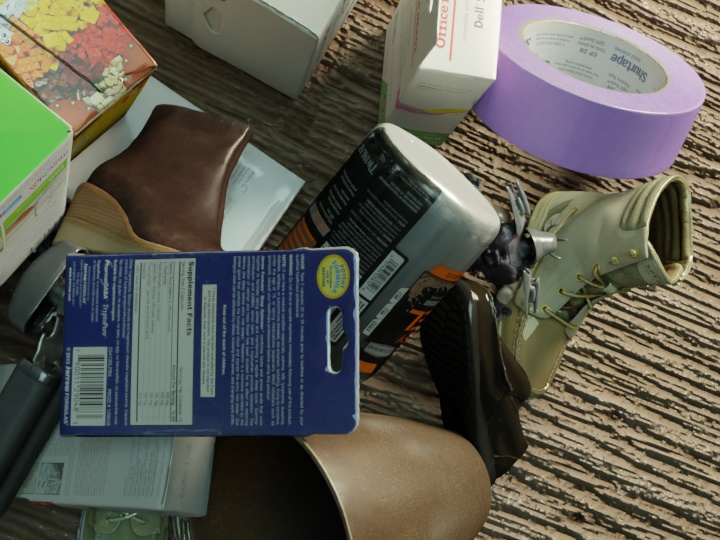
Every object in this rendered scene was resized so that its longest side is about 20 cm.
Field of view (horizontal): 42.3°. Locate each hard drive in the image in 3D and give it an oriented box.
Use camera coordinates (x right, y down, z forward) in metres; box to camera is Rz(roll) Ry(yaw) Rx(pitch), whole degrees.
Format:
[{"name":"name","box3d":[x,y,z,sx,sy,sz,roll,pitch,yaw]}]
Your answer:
[{"name":"hard drive","box3d":[-0.167,-0.080,0.810,0.199,0.025,0.132,34,74,-3]}]

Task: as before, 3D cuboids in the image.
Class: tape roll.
[{"name":"tape roll","box3d":[0.196,-0.163,0.822,0.199,0.066,0.201,10,37,-7]}]

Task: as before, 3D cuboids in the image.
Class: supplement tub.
[{"name":"supplement tub","box3d":[0.000,0.000,0.705,0.122,0.123,0.200,40,107,-1]}]

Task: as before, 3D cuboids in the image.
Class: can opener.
[{"name":"can opener","box3d":[-0.241,0.076,0.668,0.067,0.053,0.201,27,85,20]}]

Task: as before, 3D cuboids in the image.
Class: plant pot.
[{"name":"plant pot","box3d":[0.003,0.186,0.709,0.199,0.186,0.188,-4,78,-44]}]

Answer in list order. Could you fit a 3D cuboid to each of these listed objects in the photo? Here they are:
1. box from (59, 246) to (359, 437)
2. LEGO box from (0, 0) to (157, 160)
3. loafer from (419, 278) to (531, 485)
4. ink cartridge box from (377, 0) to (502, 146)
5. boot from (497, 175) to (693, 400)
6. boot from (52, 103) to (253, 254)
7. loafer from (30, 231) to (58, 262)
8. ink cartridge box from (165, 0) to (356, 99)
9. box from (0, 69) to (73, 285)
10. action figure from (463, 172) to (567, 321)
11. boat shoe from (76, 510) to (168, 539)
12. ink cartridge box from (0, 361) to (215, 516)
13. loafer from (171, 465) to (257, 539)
[{"name":"box","box3d":[-0.097,0.048,0.609,0.198,0.032,0.122,-1,82,10]},{"name":"LEGO box","box3d":[-0.239,-0.164,0.681,0.077,0.200,0.149,-44,104,-16]},{"name":"loafer","box3d":[0.101,0.087,0.776,0.071,0.073,0.201,-24,124,-22]},{"name":"ink cartridge box","box3d":[0.070,-0.195,0.790,0.067,0.200,0.118,8,77,-10]},{"name":"boot","box3d":[0.198,0.016,0.793,0.072,0.154,0.201,28,72,-29]},{"name":"boot","box3d":[-0.126,-0.056,0.719,0.199,0.073,0.167,17,58,24]},{"name":"loafer","box3d":[-0.190,0.036,0.749,0.199,0.072,0.063,28,109,15]},{"name":"ink cartridge box","box3d":[-0.062,-0.284,0.811,0.144,0.145,0.201,30,75,-4]},{"name":"box","box3d":[-0.292,-0.022,0.616,0.097,0.176,0.200,40,67,-6]},{"name":"action figure","box3d":[0.075,-0.014,0.791,0.199,0.069,0.131,-8,95,12]},{"name":"boat shoe","box3d":[-0.185,0.176,0.734,0.071,0.062,0.202,5,77,-10]},{"name":"ink cartridge box","box3d":[-0.197,0.122,0.693,0.199,0.050,0.110,-6,69,32]},{"name":"loafer","box3d":[-0.111,0.143,0.756,0.071,0.063,0.201,12,76,-8]}]
